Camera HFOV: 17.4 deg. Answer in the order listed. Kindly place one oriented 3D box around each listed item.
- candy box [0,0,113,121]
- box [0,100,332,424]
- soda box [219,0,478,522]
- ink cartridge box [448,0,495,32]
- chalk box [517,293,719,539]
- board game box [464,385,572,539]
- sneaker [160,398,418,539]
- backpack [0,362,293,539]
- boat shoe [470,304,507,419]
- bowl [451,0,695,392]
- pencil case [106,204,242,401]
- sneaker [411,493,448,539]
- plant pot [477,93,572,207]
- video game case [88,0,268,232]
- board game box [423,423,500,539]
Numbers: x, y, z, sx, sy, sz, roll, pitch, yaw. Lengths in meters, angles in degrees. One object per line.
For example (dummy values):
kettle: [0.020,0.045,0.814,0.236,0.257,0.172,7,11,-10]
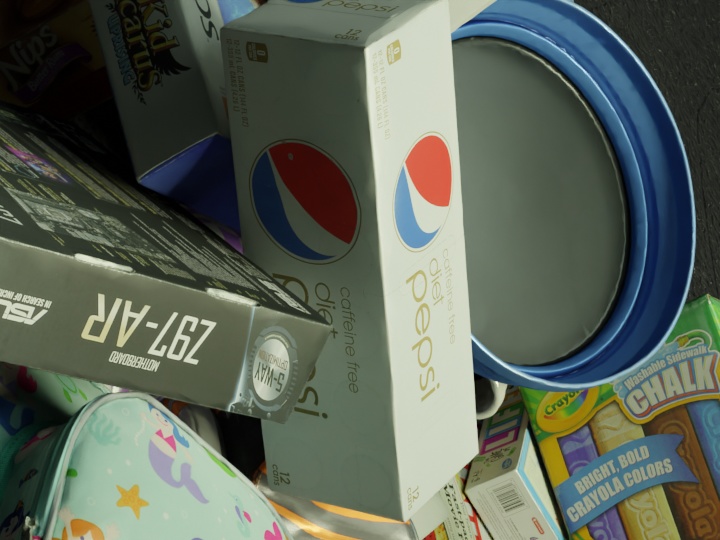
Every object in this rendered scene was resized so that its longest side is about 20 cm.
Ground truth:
candy box: [-0.118,-0.161,1.138,0.057,0.116,0.201,49,28,-32]
box: [-0.128,-0.019,0.877,0.160,0.044,0.200,16,15,-44]
soda box: [-0.002,-0.008,0.915,0.064,0.068,0.201,-37,130,-49]
ink cartridge box: [0.024,-0.241,1.034,0.147,0.144,0.201,36,25,-44]
chalk box: [0.177,0.094,1.313,0.125,0.123,0.201,19,51,-63]
board game box: [0.130,0.164,1.348,0.201,0.034,0.135,59,22,-17]
sneaker: [-0.028,0.149,0.978,0.111,0.077,0.202,3,84,-27]
backpack: [-0.107,0.127,0.842,0.178,0.150,0.201,44,24,-31]
boat shoe: [0.000,0.000,1.151,0.200,0.072,0.066,46,24,-23]
bowl: [0.083,-0.038,1.160,0.200,0.039,0.202,11,73,-36]
pencil case: [-0.107,0.018,1.026,0.085,0.084,0.200,43,21,6]
sneaker: [-0.044,0.089,1.118,0.147,0.080,0.200,57,27,6]
plant pot: [-0.023,-0.087,1.227,0.200,0.187,0.188,34,36,-32]
video game case: [-0.045,-0.096,1.014,0.200,0.045,0.182,26,42,-56]
board game box: [0.055,0.155,1.293,0.200,0.046,0.152,30,41,-56]
